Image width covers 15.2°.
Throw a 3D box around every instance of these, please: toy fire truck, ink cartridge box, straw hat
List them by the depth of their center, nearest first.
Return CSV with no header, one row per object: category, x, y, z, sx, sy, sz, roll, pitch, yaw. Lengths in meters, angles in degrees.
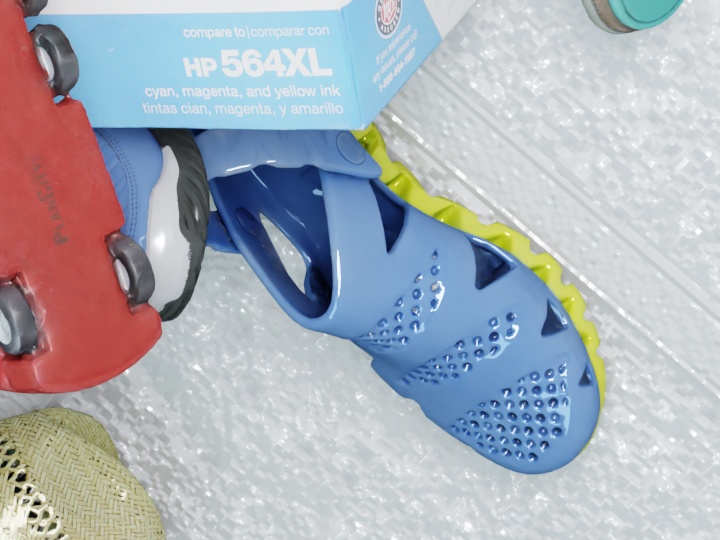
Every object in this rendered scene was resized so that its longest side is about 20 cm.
ink cartridge box,-0.047,-0.159,0.820,0.125,0.129,0.201,3,120,24
toy fire truck,-0.138,-0.058,0.822,0.141,0.049,0.201,-4,108,60
straw hat,-0.122,0.099,1.025,0.085,0.201,0.201,-35,102,-3

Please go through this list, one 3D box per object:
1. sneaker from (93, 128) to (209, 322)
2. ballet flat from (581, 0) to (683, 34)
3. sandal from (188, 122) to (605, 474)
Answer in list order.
sneaker,-0.119,-0.040,0.897,0.200,0.077,0.076,38,120,44
ballet flat,0.076,-0.171,0.808,0.064,0.067,0.201,30,131,41
sandal,0.000,0.000,0.918,0.200,0.087,0.079,43,124,-5
